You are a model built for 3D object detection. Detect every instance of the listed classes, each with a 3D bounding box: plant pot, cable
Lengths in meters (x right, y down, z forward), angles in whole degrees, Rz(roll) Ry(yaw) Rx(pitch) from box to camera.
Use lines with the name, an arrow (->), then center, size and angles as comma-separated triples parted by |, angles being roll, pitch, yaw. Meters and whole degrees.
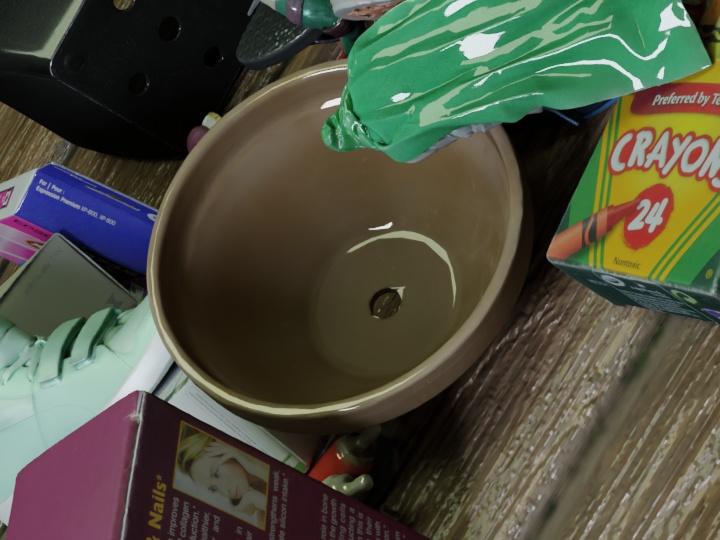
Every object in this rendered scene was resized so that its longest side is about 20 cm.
plant pot -> -0.177, -0.187, 1.451 | 0.177, 0.199, 0.201 | 31, 90, 50
cable -> -0.046, 0.142, 1.087 | 0.200, 0.050, 0.098 | -35, 35, 38
plant pot -> 0.000, 0.000, 1.064 | 0.199, 0.093, 0.202 | -11, 59, 18

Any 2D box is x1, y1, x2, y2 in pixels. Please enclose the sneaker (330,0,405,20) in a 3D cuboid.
sneaker -> 0.066, -0.187, 1.067 | 0.199, 0.080, 0.071 | -21, 1, -17

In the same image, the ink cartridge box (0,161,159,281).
ink cartridge box -> -0.185, -0.025, 1.315 | 0.200, 0.094, 0.037 | -14, 53, 64

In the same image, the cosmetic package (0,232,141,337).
cosmetic package -> -0.226, 0.064, 1.309 | 0.200, 0.073, 0.104 | -36, 16, 54

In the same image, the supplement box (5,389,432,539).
supplement box -> -0.056, 0.164, 0.933 | 0.103, 0.199, 0.132 | -33, 38, 38

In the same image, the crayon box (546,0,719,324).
crayon box -> 0.175, -0.076, 0.939 | 0.127, 0.051, 0.201 | 12, 75, 60

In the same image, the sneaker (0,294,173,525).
sneaker -> -0.174, 0.042, 1.137 | 0.200, 0.118, 0.074 | -44, 8, 24

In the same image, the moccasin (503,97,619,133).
moccasin -> 0.070, -0.102, 1.087 | 0.200, 0.068, 0.081 | -24, 70, 47

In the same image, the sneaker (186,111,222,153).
sneaker -> -0.075, -0.027, 1.255 | 0.090, 0.075, 0.200 | -53, 29, 3

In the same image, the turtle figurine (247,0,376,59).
turtle figurine -> 0.026, -0.159, 1.200 | 0.149, 0.101, 0.200 | -28, 9, -29

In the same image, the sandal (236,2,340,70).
sandal -> 0.007, -0.188, 1.310 | 0.200, 0.048, 0.075 | -42, 31, 6

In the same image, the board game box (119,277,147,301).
board game box -> -0.151, 0.044, 1.359 | 0.121, 0.032, 0.200 | -61, 30, 8

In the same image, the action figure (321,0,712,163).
action figure -> 0.061, -0.106, 0.990 | 0.199, 0.055, 0.119 | -26, 76, 27

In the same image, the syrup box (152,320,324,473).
syrup box -> -0.105, 0.115, 1.142 | 0.200, 0.081, 0.079 | -45, 10, 33
